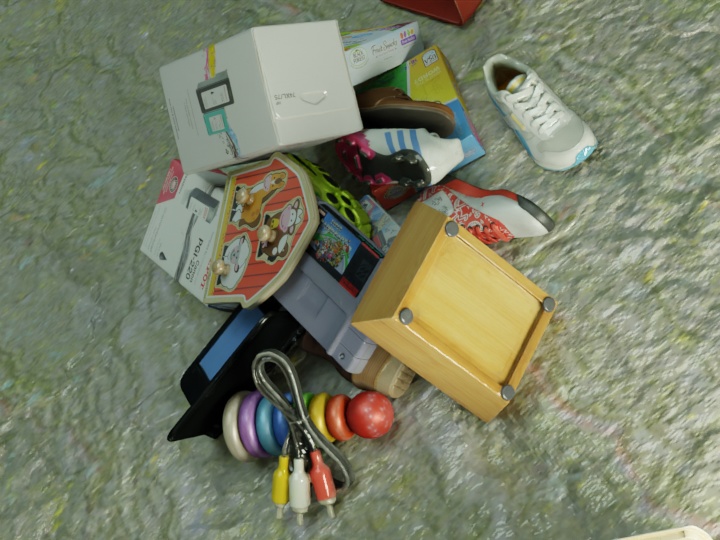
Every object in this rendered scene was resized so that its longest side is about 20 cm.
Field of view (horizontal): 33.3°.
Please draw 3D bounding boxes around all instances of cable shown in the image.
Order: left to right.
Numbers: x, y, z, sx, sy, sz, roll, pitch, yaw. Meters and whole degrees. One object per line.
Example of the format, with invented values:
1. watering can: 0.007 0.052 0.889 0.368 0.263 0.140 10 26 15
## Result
1. cable: -0.067 0.185 1.334 0.097 0.200 0.050 -6 17 19

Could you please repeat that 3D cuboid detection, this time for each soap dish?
1. soap dish: 0.107 0.044 1.280 0.158 0.200 0.081 -60 21 -18

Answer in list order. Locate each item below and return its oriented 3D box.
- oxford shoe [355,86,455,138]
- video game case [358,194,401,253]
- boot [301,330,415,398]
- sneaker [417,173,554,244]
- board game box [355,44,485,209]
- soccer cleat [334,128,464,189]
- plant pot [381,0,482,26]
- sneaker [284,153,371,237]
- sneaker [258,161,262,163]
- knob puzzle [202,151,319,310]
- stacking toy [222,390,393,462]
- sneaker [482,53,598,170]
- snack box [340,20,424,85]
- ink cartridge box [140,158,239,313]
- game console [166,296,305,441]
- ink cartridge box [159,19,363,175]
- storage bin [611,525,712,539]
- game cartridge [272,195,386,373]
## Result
1. oxford shoe: 0.046 -0.209 1.556 0.200 0.071 0.071 9 59 41
2. video game case: 0.000 0.000 1.448 0.143 0.018 0.200 -45 34 3
3. boot: 0.031 0.042 1.427 0.166 0.072 0.200 27 80 43
4. sneaker: 0.132 -0.044 1.428 0.201 0.067 0.108 23 74 48
5. board game box: 0.069 -0.194 1.605 0.153 0.040 0.200 -30 45 14
6. soccer cleat: 0.049 -0.146 1.515 0.086 0.070 0.200 -31 29 -27
7. plant pot: 0.111 -0.496 1.713 0.176 0.200 0.200 -42 42 -16
8. sneaker: -0.052 -0.068 1.497 0.084 0.074 0.200 -61 40 21
9. sneaker: -0.080 -0.085 1.591 0.070 0.093 0.200 -48 43 -4
10. knob puzzle: -0.122 -0.052 1.441 0.219 0.030 0.220 -25 55 42
11. stacking toy: -0.056 0.173 1.390 0.200 0.085 0.086 -8 53 26
12. sneaker: 0.212 -0.193 1.472 0.076 0.081 0.200 -40 45 1
13. snack box: -0.022 -0.293 1.665 0.142 0.053 0.200 -2 21 36
14. ink cartridge box: -0.199 -0.048 1.623 0.200 0.085 0.146 33 106 44
15. game console: -0.167 0.099 1.473 0.200 0.116 0.176 -50 42 9
16. ink cartridge box: -0.127 -0.218 1.526 0.200 0.147 0.146 -10 95 46
17. storage bin: 0.231 0.344 1.035 0.198 0.094 0.200 -19 48 24
18. game cartridge: -0.034 0.009 1.380 0.200 0.038 0.130 42 112 39
